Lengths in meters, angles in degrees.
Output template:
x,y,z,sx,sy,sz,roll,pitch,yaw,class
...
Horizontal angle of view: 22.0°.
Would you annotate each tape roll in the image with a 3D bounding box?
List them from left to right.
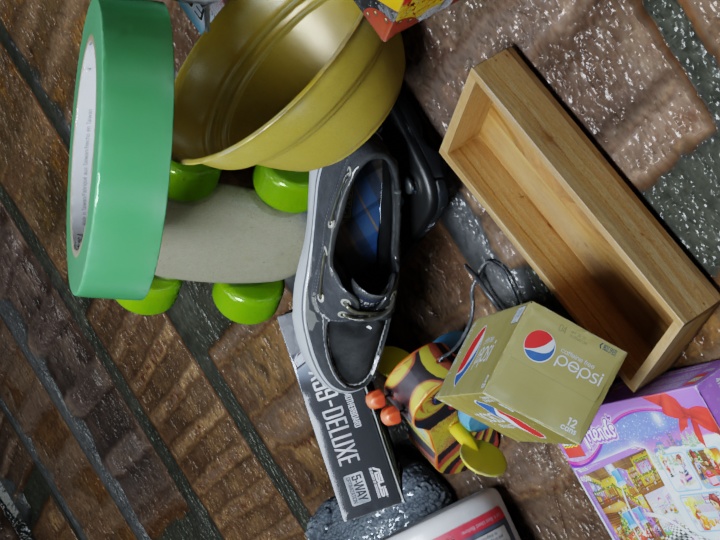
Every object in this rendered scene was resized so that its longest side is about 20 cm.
x,y,z,sx,sy,sz,roll,pitch,yaw,class
-0.162,-0.081,1.233,0.200,0.048,0.201,-176,90,-76,tape roll

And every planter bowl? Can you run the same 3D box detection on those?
x,y,z,sx,sy,sz,roll,pitch,yaw,class
-0.032,-0.126,1.200,0.083,0.201,0.200,40,168,-29,planter bowl

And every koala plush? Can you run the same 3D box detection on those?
x,y,z,sx,sy,sz,roll,pitch,yaw,class
-0.016,0.262,1.555,0.177,0.200,0.184,47,154,27,koala plush

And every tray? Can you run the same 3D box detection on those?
x,y,z,sx,sy,sz,roll,pitch,yaw,class
0.130,-0.031,1.123,0.200,0.037,0.099,52,155,16,tray

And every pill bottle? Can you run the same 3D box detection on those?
x,y,z,sx,sy,sz,roll,pitch,yaw,class
0.095,0.282,1.430,0.200,0.119,0.120,64,157,7,pill bottle

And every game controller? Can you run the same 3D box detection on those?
x,y,z,sx,sy,sz,roll,pitch,yaw,class
0.011,-0.058,1.324,0.104,0.042,0.200,56,156,10,game controller

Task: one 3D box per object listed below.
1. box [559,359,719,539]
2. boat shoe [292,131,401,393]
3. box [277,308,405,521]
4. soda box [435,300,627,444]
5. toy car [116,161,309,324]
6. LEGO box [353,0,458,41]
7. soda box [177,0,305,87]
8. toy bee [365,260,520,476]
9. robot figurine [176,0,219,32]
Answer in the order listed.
x,y,z,sx,sy,sz,roll,pitch,yaw,class
0.204,0.132,1.159,0.137,0.039,0.200,60,157,-3,box
0.000,0.000,1.257,0.066,0.070,0.201,-137,47,-57,boat shoe
-0.013,0.099,1.423,0.200,0.050,0.158,17,-125,-89,box
0.103,0.067,1.165,0.068,0.064,0.200,28,174,-3,soda box
-0.114,-0.088,1.429,0.164,0.157,0.200,114,155,-46,toy car
0.002,-0.258,1.059,0.200,0.077,0.149,54,157,13,LEGO box
-0.092,-0.207,1.329,0.200,0.063,0.068,55,157,13,soda box
0.049,0.085,1.334,0.131,0.109,0.200,33,146,49,toy bee
-0.108,-0.261,1.208,0.170,0.113,0.201,-75,-16,-62,robot figurine
